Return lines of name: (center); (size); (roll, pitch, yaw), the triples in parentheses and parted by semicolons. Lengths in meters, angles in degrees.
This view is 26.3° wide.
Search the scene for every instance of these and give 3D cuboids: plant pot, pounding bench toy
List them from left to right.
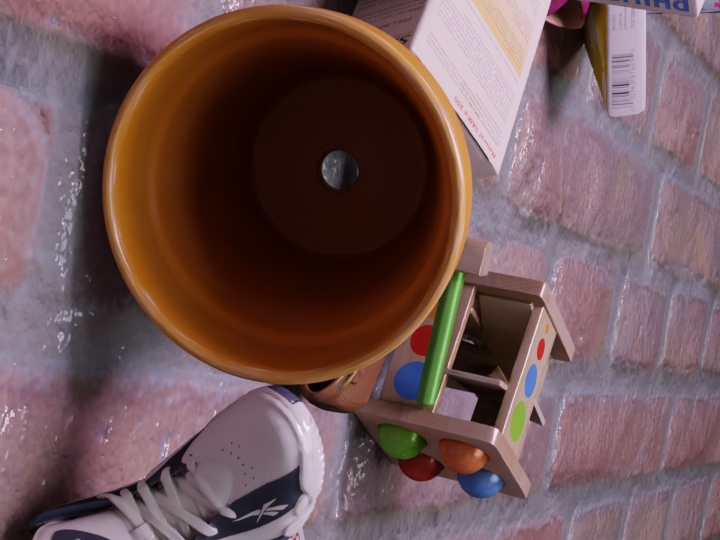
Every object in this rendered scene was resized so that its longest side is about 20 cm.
plant pot: (-0.026, -0.053, 0.900); (0.183, 0.198, 0.202); (-41, 138, -75)
pounding bench toy: (0.073, 0.078, 1.226); (0.157, 0.123, 0.200); (-69, 153, -21)

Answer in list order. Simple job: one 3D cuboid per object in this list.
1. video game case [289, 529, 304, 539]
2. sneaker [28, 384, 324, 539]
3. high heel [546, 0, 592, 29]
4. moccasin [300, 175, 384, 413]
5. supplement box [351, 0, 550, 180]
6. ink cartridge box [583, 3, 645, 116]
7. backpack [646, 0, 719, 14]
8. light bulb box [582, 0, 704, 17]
video game case: (-0.095, 0.242, 1.032); (0.200, 0.036, 0.183); (-53, 143, -45)
sneaker: (-0.111, 0.141, 0.832); (0.129, 0.199, 0.080); (-21, 78, -48)
high heel: (0.175, -0.232, 1.382); (0.200, 0.067, 0.097); (-51, 133, -52)
moccasin: (-0.002, -0.001, 1.103); (0.203, 0.073, 0.078); (-67, 161, -9)
supplement box: (0.063, -0.175, 1.100); (0.126, 0.073, 0.201); (51, 45, -36)
ink cartridge box: (0.239, -0.287, 1.501); (0.201, 0.047, 0.199); (-99, 180, -54)
backpack: (0.342, -0.362, 1.574); (0.151, 0.176, 0.202); (-52, 141, -56)
light bulb box: (0.185, -0.323, 1.218); (0.125, 0.197, 0.201); (-62, 149, -29)
